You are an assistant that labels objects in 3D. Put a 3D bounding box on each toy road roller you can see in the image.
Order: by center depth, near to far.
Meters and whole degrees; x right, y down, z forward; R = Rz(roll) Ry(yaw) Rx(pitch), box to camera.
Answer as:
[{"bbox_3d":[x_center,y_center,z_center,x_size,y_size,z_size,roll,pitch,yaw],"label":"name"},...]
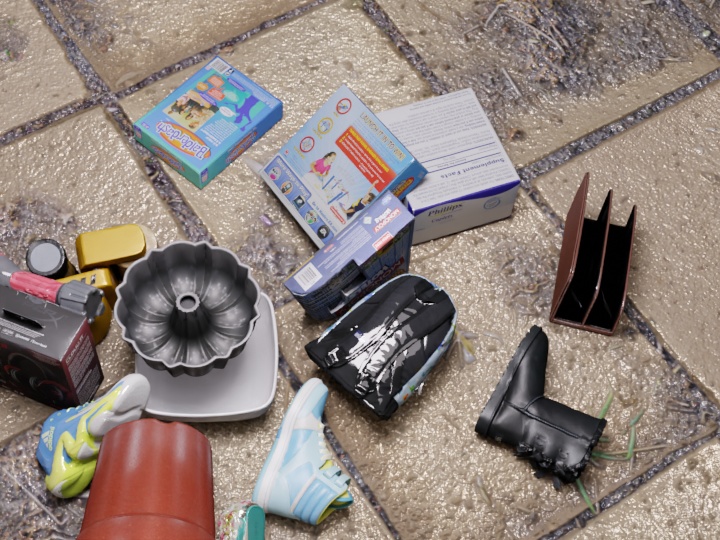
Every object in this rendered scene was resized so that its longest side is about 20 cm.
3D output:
[{"bbox_3d":[-0.380,0.028,1.650,0.199,0.123,0.147,-14,72,-7],"label":"toy road roller"}]

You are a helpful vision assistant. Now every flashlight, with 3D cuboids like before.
[{"bbox_3d":[-0.451,0.019,1.553,0.199,0.068,0.068,16,33,16],"label":"flashlight"}]

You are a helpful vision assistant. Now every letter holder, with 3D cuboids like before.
[{"bbox_3d":[0.360,-0.030,1.719,0.100,0.142,0.201,13,58,4],"label":"letter holder"}]

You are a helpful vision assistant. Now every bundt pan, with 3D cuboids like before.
[{"bbox_3d":[-0.236,0.062,1.574,0.200,0.076,0.203,2,58,-2],"label":"bundt pan"}]

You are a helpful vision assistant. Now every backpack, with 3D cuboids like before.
[{"bbox_3d":[0.048,0.098,1.632,0.163,0.154,0.200,37,85,20],"label":"backpack"}]

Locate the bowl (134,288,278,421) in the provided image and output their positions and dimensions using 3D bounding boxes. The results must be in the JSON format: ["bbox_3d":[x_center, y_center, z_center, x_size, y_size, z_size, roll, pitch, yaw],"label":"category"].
[{"bbox_3d":[-0.216,0.129,1.622,0.198,0.075,0.201,-1,58,-4],"label":"bowl"}]

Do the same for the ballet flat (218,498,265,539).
[{"bbox_3d":[-0.159,0.397,1.469,0.064,0.076,0.201,-13,61,32],"label":"ballet flat"}]

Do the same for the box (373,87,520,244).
[{"bbox_3d":[0.127,-0.166,1.808,0.183,0.105,0.201,-16,60,-12],"label":"box"}]

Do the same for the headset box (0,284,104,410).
[{"bbox_3d":[-0.441,0.105,1.547,0.148,0.200,0.075,20,59,7],"label":"headset box"}]

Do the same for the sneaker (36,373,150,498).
[{"bbox_3d":[-0.373,0.202,1.535,0.105,0.076,0.200,38,91,31],"label":"sneaker"}]

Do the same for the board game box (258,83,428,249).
[{"bbox_3d":[-0.029,-0.150,1.747,0.196,0.056,0.200,-44,58,8],"label":"board game box"}]

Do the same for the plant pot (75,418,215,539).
[{"bbox_3d":[-0.267,0.310,1.450,0.199,0.201,0.196,1,50,-4],"label":"plant pot"}]

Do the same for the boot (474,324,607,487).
[{"bbox_3d":[0.270,0.193,1.618,0.162,0.073,0.199,26,67,14],"label":"boot"}]

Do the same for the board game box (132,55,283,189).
[{"bbox_3d":[-0.248,-0.245,1.866,0.152,0.045,0.200,37,63,17],"label":"board game box"}]

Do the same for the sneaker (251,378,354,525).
[{"bbox_3d":[-0.054,0.255,1.556,0.130,0.080,0.201,19,69,10],"label":"sneaker"}]

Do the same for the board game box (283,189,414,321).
[{"bbox_3d":[0.000,0.000,1.667,0.200,0.200,0.062,-41,70,-3],"label":"board game box"}]
